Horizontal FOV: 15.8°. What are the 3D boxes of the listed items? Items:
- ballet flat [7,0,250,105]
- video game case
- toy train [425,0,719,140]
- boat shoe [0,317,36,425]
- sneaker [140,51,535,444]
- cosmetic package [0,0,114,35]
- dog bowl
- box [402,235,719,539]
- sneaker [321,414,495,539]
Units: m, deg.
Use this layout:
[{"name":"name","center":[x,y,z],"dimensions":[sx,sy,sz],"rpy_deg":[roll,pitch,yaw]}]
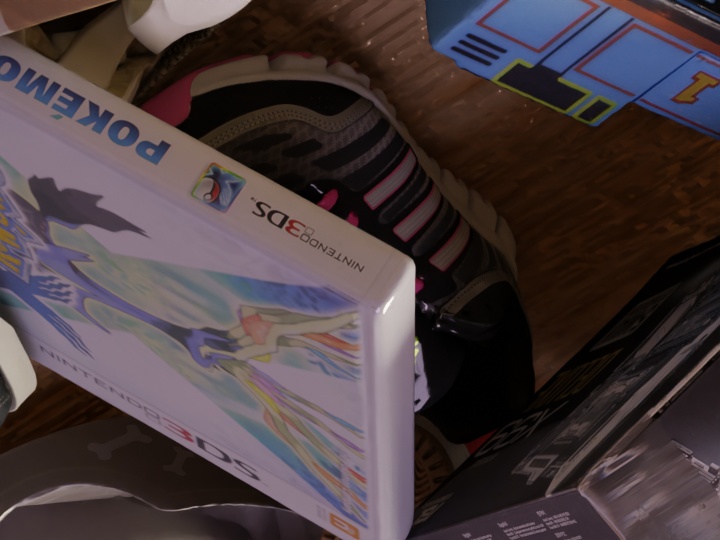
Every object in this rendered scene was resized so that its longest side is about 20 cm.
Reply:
[{"name":"ballet flat","center":[-0.063,-0.083,0.743],"dimensions":[0.068,0.076,0.200],"rpy_deg":[35,125,-28]},{"name":"video game case","center":[-0.065,0.004,0.773],"dimensions":[0.182,0.022,0.200],"rpy_deg":[29,158,14]},{"name":"toy train","center":[0.114,-0.087,0.771],"dimensions":[0.199,0.087,0.114],"rpy_deg":[20,142,-33]},{"name":"boat shoe","center":[-0.158,0.003,0.787],"dimensions":[0.068,0.072,0.200],"rpy_deg":[-46,148,-19]},{"name":"sneaker","center":[0.000,0.000,0.824],"dimensions":[0.074,0.088,0.200],"rpy_deg":[-32,146,18]},{"name":"cosmetic package","center":[-0.045,-0.125,0.603],"dimensions":[0.200,0.071,0.106],"rpy_deg":[-9,115,53]},{"name":"dog bowl","center":[-0.105,0.133,0.963],"dimensions":[0.199,0.059,0.201],"rpy_deg":[-23,145,-17]},{"name":"box","center":[0.100,0.044,0.812],"dimensions":[0.158,0.050,0.200],"rpy_deg":[-42,-178,-18]},{"name":"sneaker","center":[0.023,0.143,0.969],"dimensions":[0.112,0.071,0.201],"rpy_deg":[-13,122,-58]}]
